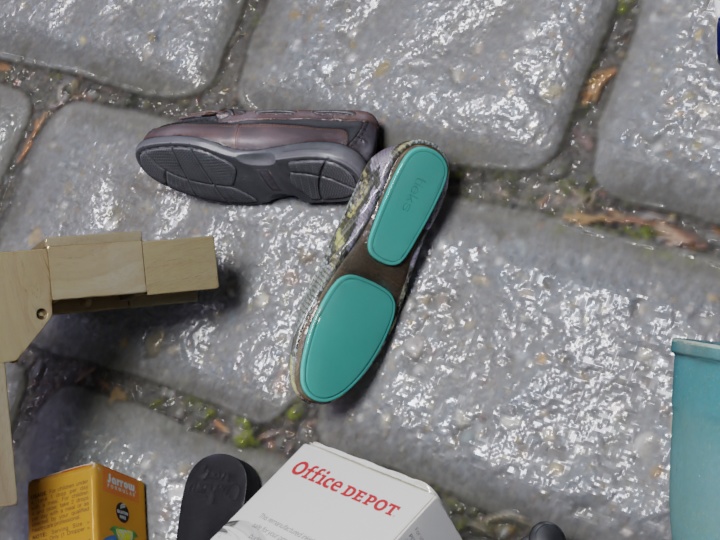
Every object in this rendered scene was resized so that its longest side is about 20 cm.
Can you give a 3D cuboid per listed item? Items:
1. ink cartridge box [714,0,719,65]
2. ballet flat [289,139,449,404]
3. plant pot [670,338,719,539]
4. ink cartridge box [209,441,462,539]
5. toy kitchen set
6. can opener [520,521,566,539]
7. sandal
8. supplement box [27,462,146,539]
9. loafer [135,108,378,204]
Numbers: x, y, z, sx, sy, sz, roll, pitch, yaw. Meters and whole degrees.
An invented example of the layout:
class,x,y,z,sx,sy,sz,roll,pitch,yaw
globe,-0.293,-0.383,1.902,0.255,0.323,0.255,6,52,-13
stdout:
class,x,y,z,sx,sy,sz,roll,pitch,yaw
ink cartridge box,0.253,-0.207,1.053,0.039,0.099,0.202,-10,67,26
ballet flat,0.000,0.000,1.156,0.072,0.072,0.202,22,84,36
plant pot,0.254,0.143,0.859,0.198,0.199,0.190,7,90,33
ink cartridge box,-0.042,0.216,1.008,0.200,0.083,0.146,-43,30,-23
toy kitchen set,-0.217,0.072,1.222,0.163,0.198,0.183,166,98,-70
can opener,0.122,0.253,0.985,0.064,0.078,0.202,124,143,-51
sandal,-0.114,0.227,1.140,0.075,0.043,0.202,-11,66,28
supplement box,-0.193,0.245,1.168,0.068,0.066,0.202,-21,62,23
loafer,-0.076,-0.092,1.238,0.198,0.072,0.063,5,54,27
